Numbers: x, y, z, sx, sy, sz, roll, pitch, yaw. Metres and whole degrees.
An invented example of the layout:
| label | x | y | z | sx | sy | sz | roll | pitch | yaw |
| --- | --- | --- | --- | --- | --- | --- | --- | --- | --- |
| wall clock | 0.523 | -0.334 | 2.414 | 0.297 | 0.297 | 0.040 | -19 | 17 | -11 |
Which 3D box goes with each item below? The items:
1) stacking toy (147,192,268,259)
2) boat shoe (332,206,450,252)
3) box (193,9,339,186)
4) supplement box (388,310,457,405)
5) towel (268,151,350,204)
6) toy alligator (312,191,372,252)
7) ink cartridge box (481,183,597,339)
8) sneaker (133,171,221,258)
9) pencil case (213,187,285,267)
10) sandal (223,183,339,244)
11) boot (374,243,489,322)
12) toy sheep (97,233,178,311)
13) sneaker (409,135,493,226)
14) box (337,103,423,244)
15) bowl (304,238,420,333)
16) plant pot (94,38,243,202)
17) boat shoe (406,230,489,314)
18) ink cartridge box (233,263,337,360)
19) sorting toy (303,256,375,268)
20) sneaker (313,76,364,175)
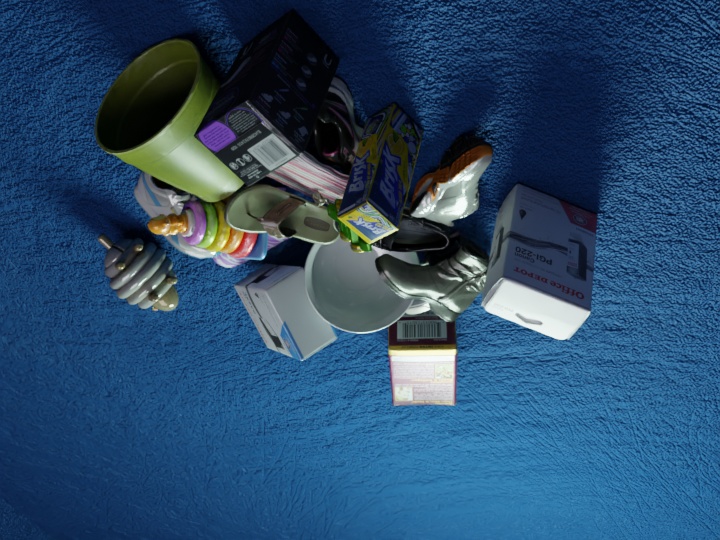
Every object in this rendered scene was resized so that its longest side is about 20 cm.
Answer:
| label | x | y | z | sx | sy | sz | roll | pitch | yaw |
| --- | --- | --- | --- | --- | --- | --- | --- | --- | --- |
| stacking toy | -0.252 | -0.074 | 1.364 | 0.198 | 0.111 | 0.115 | 0 | -177 | -41 |
| boat shoe | 0.055 | -0.062 | 1.368 | 0.197 | 0.066 | 0.075 | 8 | 125 | -18 |
| box | -0.125 | -0.237 | 1.163 | 0.122 | 0.201 | 0.106 | -21 | 129 | 40 |
| supplement box | 0.120 | 0.167 | 1.629 | 0.129 | 0.104 | 0.201 | -1 | 140 | 3 |
| towel | -0.073 | -0.147 | 1.333 | 0.145 | 0.030 | 0.200 | 25 | 172 | -14 |
| toy alligator | -0.012 | -0.083 | 1.285 | 0.054 | 0.200 | 0.060 | -18 | 123 | -18 |
| ink cartridge box | 0.272 | -0.015 | 1.278 | 0.144 | 0.201 | 0.085 | 20 | 143 | -4 |
| sneaker | -0.311 | -0.103 | 1.465 | 0.200 | 0.076 | 0.081 | 43 | 134 | 6 |
| pencil case | -0.189 | -0.071 | 1.500 | 0.199 | 0.087 | 0.083 | -22 | 165 | 40 |
| sandal | -0.117 | -0.085 | 1.344 | 0.199 | 0.057 | 0.081 | 9 | 108 | -21 |
| boot | 0.130 | -0.004 | 1.376 | 0.199 | 0.068 | 0.131 | 29 | 123 | -30 |
| toy sheep | -0.429 | 0.001 | 1.643 | 0.137 | 0.138 | 0.201 | -25 | 111 | 42 |
| sneaker | 0.157 | -0.133 | 1.296 | 0.091 | 0.076 | 0.200 | 21 | 151 | -17 |
| box | 0.031 | -0.141 | 1.218 | 0.070 | 0.202 | 0.064 | 38 | 137 | -28 |
| bowl | 0.000 | 0.000 | 1.465 | 0.198 | 0.090 | 0.204 | -1 | 101 | -5 |
| plant pot | -0.261 | -0.207 | 1.283 | 0.198 | 0.202 | 0.193 | -9 | 147 | 30 |
| boat shoe | 0.126 | 0.000 | 1.469 | 0.199 | 0.075 | 0.093 | -31 | 118 | 33 |
| ink cartridge box | -0.140 | 0.072 | 1.543 | 0.146 | 0.083 | 0.200 | 63 | 160 | -13 |
| sorting toy | -0.017 | 0.028 | 1.590 | 0.198 | 0.037 | 0.185 | 21 | 143 | -11 |
| sneaker | -0.032 | -0.187 | 1.281 | 0.080 | 0.087 | 0.201 | -7 | 136 | 30 |
